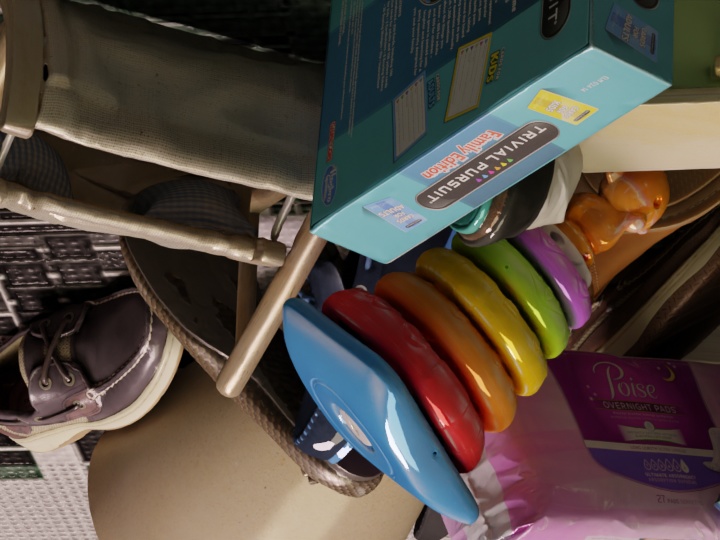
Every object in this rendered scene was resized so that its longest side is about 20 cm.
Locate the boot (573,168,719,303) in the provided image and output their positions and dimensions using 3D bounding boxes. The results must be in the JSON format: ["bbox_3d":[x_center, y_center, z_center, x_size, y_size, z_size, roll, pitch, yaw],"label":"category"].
[{"bbox_3d":[0.130,-0.028,1.554,0.200,0.074,0.155,-31,168,6],"label":"boot"}]

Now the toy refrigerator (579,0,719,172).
[{"bbox_3d":[0.199,-0.098,1.411,0.200,0.076,0.070,-1,152,7],"label":"toy refrigerator"}]

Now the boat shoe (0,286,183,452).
[{"bbox_3d":[-0.170,0.056,1.732,0.065,0.072,0.200,14,156,-31],"label":"boat shoe"}]

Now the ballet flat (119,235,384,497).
[{"bbox_3d":[-0.061,0.046,1.613,0.200,0.067,0.046,46,142,5],"label":"ballet flat"}]

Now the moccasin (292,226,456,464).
[{"bbox_3d":[0.000,0.000,1.543,0.068,0.200,0.080,20,-171,-15],"label":"moccasin"}]

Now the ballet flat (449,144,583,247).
[{"bbox_3d":[0.066,-0.059,1.408,0.068,0.200,0.068,17,108,-18],"label":"ballet flat"}]

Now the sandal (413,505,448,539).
[{"bbox_3d":[0.071,0.116,1.700,0.045,0.075,0.200,25,161,1],"label":"sandal"}]

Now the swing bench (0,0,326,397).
[{"bbox_3d":[-0.108,-0.052,1.466,0.199,0.130,0.200,15,144,-22],"label":"swing bench"}]

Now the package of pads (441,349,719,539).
[{"bbox_3d":[0.123,0.102,1.549,0.200,0.121,0.076,6,141,-39],"label":"package of pads"}]

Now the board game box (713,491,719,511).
[{"bbox_3d":[0.269,0.042,1.546,0.034,0.200,0.135,44,137,-16],"label":"board game box"}]

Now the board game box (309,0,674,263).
[{"bbox_3d":[0.058,-0.110,1.312,0.047,0.151,0.200,23,146,-29],"label":"board game box"}]

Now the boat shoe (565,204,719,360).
[{"bbox_3d":[0.146,0.020,1.641,0.075,0.075,0.202,-7,143,-50],"label":"boat shoe"}]

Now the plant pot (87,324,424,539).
[{"bbox_3d":[-0.027,0.099,1.716,0.187,0.187,0.200,19,134,-29],"label":"plant pot"}]

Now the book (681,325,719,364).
[{"bbox_3d":[0.209,0.081,1.784,0.133,0.048,0.200,7,154,-12],"label":"book"}]

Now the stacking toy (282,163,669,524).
[{"bbox_3d":[0.070,0.013,1.437,0.200,0.110,0.116,-40,126,-11],"label":"stacking toy"}]
